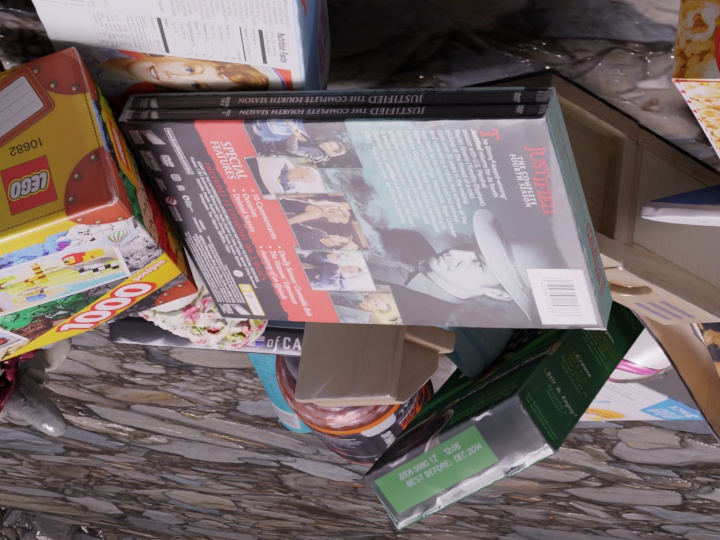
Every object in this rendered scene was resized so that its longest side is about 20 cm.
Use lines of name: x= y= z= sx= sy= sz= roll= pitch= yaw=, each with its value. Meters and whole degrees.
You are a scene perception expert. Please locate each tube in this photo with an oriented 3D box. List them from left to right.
tube: x=-0.060 y=0.091 z=1.581 sx=0.077 sy=0.051 sz=0.200 roll=3 pitch=159 yaw=5

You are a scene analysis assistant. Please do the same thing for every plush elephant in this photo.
plush elephant: x=-0.304 y=0.082 z=1.481 sx=0.200 sy=0.165 sz=0.155 roll=33 pitch=170 yaw=43

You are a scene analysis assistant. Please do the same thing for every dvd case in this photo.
dvd case: x=-0.057 y=0.019 z=1.185 sx=0.199 sy=0.025 sz=0.150 roll=4 pitch=-161 yaw=-1
dvd case: x=0.005 y=-0.026 z=0.820 sx=0.199 sy=0.022 sz=0.146 roll=2 pitch=141 yaw=23

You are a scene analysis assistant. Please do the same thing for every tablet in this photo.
tablet: x=0.254 y=-0.031 z=0.888 sx=0.199 sy=0.014 sz=0.130 roll=5 pitch=-169 yaw=36

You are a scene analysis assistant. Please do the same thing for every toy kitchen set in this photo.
toy kitchen set: x=0.068 y=0.012 z=0.991 sx=0.199 sy=0.164 sz=0.180 roll=-6 pitch=159 yaw=44

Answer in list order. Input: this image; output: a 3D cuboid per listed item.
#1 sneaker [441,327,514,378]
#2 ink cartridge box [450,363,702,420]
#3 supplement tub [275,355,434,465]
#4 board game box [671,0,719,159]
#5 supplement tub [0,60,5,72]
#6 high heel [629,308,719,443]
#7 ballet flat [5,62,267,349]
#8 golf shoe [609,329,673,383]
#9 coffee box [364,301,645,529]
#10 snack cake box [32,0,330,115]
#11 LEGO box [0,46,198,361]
sneaker: x=0.000 y=0.000 z=1.078 sx=0.199 sy=0.082 sz=0.074 roll=24 pitch=163 yaw=12
ink cartridge box: x=0.147 y=0.067 z=1.322 sx=0.199 sy=0.068 sz=0.115 roll=-5 pitch=159 yaw=42
supplement tub: x=-0.005 y=0.083 z=1.396 sx=0.106 sy=0.108 sz=0.200 roll=6 pitch=165 yaw=12
board game box: x=0.252 y=-0.075 z=0.794 sx=0.199 sy=0.047 sz=0.151 roll=2 pitch=164 yaw=23
supplement tub: x=-0.255 y=-0.106 z=0.830 sx=0.122 sy=0.123 sz=0.200 roll=2 pitch=163 yaw=24
high heel: x=0.165 y=0.034 z=1.051 sx=0.199 sy=0.143 sz=0.071 roll=11 pitch=164 yaw=-7
ballet flat: x=-0.133 y=-0.028 z=0.965 sx=0.200 sy=0.076 sz=0.064 roll=45 pitch=-161 yaw=0
golf shoe: x=0.139 y=0.032 z=1.193 sx=0.199 sy=0.073 sz=0.092 roll=-5 pitch=159 yaw=41
coffee box: x=0.092 y=0.073 z=1.084 sx=0.123 sy=0.044 sz=0.200 roll=-31 pitch=-175 yaw=34
snack cake box: x=-0.074 y=-0.117 z=0.792 sx=0.114 sy=0.068 sz=0.200 roll=6 pitch=165 yaw=2
LEGO box: x=-0.192 y=-0.011 z=0.828 sx=0.199 sy=0.078 sz=0.149 roll=-19 pitch=162 yaw=4
